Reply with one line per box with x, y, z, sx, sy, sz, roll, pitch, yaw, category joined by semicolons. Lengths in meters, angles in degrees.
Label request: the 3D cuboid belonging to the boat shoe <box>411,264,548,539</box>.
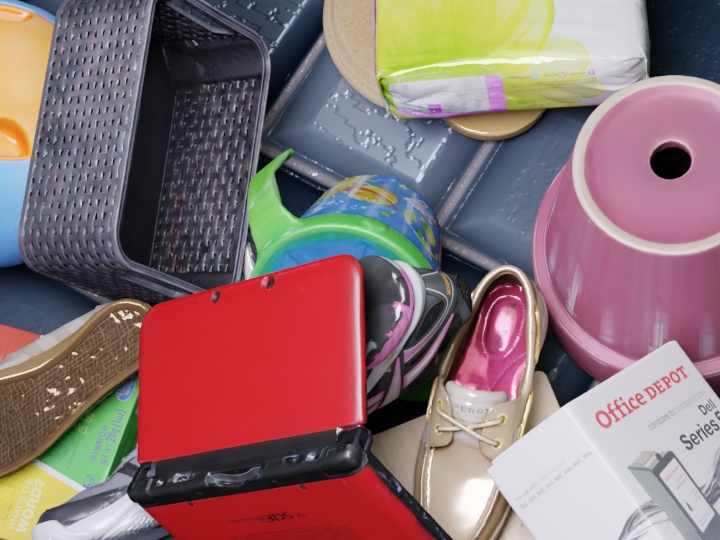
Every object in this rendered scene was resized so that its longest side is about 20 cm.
0.074;0.089;1.083;0.073;0.069;0.201;9;69;14;boat shoe

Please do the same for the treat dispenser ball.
-0.279;-0.102;1.236;0.199;0.201;0.202;-4;66;9;treat dispenser ball

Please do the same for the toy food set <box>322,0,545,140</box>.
0.070;-0.202;1.299;0.199;0.049;0.199;13;70;16;toy food set

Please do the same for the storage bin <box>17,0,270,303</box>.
-0.148;-0.085;1.170;0.093;0.135;0.201;0;75;34;storage bin

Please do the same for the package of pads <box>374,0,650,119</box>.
0.109;-0.192;1.223;0.199;0.068;0.155;-4;65;9;package of pads

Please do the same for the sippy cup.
0.000;0.000;1.168;0.139;0.179;0.131;-1;28;13;sippy cup

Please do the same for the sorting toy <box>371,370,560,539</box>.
0.069;0.200;1.114;0.198;0.070;0.201;-22;65;1;sorting toy

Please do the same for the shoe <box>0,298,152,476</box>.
-0.224;0.086;1.186;0.199;0.053;0.070;-32;98;0;shoe

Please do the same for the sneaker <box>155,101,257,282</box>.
-0.110;-0.034;1.256;0.079;0.077;0.201;-37;58;10;sneaker

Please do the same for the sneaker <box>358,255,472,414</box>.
0.007;0.066;1.084;0.086;0.200;0.081;1;60;-34;sneaker

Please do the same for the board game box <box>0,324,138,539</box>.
-0.263;0.120;1.224;0.199;0.040;0.154;13;70;15;board game box

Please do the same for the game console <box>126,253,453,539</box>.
-0.042;0.104;1.054;0.199;0.172;0.119;-14;39;40;game console

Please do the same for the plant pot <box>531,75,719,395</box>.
0.210;-0.032;1.128;0.199;0.179;0.201;-4;67;9;plant pot

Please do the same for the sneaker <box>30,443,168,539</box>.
-0.144;0.123;1.163;0.199;0.076;0.114;-19;73;-17;sneaker

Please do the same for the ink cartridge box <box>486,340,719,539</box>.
0.195;0.161;1.039;0.200;0.145;0.084;54;129;11;ink cartridge box
